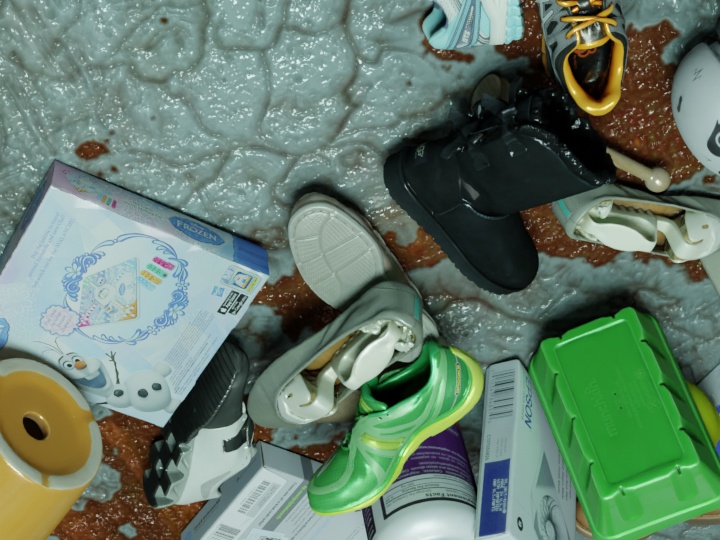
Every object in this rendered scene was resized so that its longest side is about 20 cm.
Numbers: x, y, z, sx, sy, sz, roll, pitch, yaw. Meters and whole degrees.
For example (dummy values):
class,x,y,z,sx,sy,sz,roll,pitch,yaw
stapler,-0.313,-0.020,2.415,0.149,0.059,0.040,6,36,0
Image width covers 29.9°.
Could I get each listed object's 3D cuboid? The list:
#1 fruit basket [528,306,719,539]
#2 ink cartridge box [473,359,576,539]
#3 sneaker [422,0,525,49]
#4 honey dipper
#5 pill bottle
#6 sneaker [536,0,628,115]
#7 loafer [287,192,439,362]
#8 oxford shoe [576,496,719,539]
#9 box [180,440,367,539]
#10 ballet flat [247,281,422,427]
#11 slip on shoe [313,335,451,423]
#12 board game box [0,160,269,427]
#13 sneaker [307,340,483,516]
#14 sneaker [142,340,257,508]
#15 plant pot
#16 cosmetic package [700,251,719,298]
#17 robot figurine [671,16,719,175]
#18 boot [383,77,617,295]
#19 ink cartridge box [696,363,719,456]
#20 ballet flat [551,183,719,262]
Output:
class,x,y,z,sx,sy,sz,roll,pitch,yaw
fruit basket,0.261,0.147,1.265,0.155,0.216,0.216,-22,130,7
ink cartridge box,0.174,0.221,1.296,0.041,0.200,0.200,-16,134,26
sneaker,0.061,-0.239,0.974,0.086,0.078,0.200,-16,130,6
honey dipper,0.182,-0.109,1.130,0.200,0.038,0.038,22,122,-27
pill bottle,0.057,0.221,1.269,0.112,0.200,0.113,-5,130,-7
sneaker,0.167,-0.206,1.021,0.078,0.077,0.200,-18,129,6
loafer,0.000,0.000,1.172,0.072,0.063,0.200,-27,126,17
oxford shoe,0.311,0.234,1.414,0.200,0.071,0.071,-8,140,-18
box,-0.060,0.265,1.387,0.200,0.041,0.156,24,121,-26
ballet flat,-0.025,0.086,1.145,0.067,0.064,0.200,34,118,-29
slip on shoe,-0.005,0.115,1.260,0.200,0.061,0.076,-11,130,-2
board game box,-0.213,0.027,1.154,0.199,0.043,0.200,23,122,-24
sneaker,0.018,0.135,1.200,0.200,0.074,0.084,-46,120,10
sneaker,-0.131,0.142,1.259,0.088,0.074,0.200,5,131,-31
plant pot,-0.323,0.173,1.142,0.183,0.200,0.200,-37,127,26
cosmetic package,0.388,0.059,1.202,0.087,0.200,0.103,-27,129,13
robot figurine,0.347,-0.152,1.068,0.200,0.125,0.150,-27,91,11
boot,0.133,-0.063,1.099,0.162,0.073,0.198,-21,132,37
ink cartridge box,0.406,0.117,1.356,0.094,0.044,0.200,24,121,-26
ballet flat,0.262,-0.034,1.189,0.200,0.064,0.067,10,126,-20
